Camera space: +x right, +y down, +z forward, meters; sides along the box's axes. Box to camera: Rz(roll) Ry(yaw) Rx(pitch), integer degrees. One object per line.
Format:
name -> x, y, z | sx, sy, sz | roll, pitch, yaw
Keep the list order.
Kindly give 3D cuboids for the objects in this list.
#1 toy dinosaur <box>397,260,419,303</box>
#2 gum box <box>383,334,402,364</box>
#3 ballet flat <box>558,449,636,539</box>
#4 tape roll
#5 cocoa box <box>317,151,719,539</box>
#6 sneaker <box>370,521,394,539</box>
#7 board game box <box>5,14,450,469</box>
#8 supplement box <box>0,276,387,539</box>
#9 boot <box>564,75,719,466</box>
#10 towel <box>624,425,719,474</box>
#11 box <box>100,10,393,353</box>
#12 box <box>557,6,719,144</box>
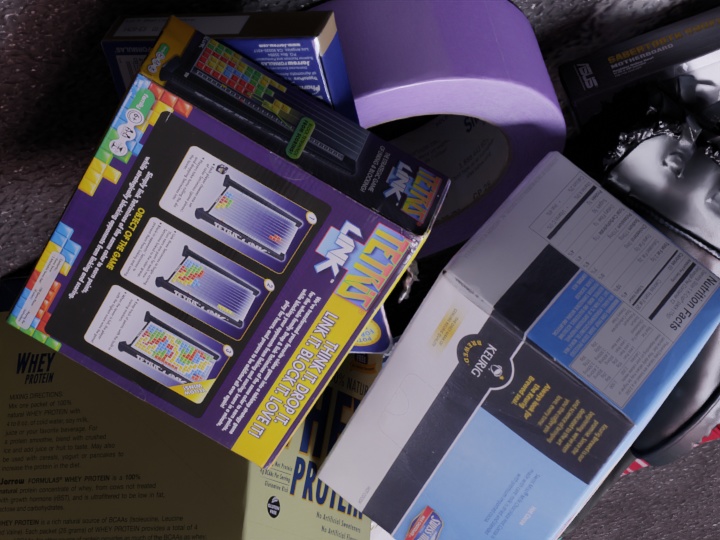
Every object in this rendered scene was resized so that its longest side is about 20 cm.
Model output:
toy dinosaur -> 0.000, 0.000, 1.646 | 0.199, 0.048, 0.088 | -19, 147, -3
gum box -> 0.068, 0.067, 1.761 | 0.169, 0.045, 0.200 | -23, 168, 11
ballet flat -> 0.159, 0.099, 1.742 | 0.200, 0.068, 0.069 | -49, 146, -38
tape roll -> 0.011, -0.075, 1.481 | 0.199, 0.066, 0.200 | -13, 153, -7
cocoa box -> 0.089, 0.064, 1.457 | 0.133, 0.131, 0.200 | -46, 171, -42
sneaker -> 0.022, 0.132, 1.636 | 0.199, 0.074, 0.116 | -34, 170, -6
board game box -> -0.071, -0.010, 1.369 | 0.165, 0.057, 0.200 | 30, 132, -6
supplement box -> -0.106, 0.110, 1.555 | 0.199, 0.201, 0.134 | -5, 163, 31
boot -> 0.168, 0.000, 1.505 | 0.162, 0.073, 0.198 | 32, 112, -20
towel -> 0.171, 0.137, 2.033 | 0.199, 0.023, 0.145 | -23, 155, 16
box -> -0.053, -0.044, 1.392 | 0.120, 0.032, 0.201 | 1, 126, 21
box -> 0.218, -0.053, 1.552 | 0.158, 0.048, 0.201 | -21, 120, 2
